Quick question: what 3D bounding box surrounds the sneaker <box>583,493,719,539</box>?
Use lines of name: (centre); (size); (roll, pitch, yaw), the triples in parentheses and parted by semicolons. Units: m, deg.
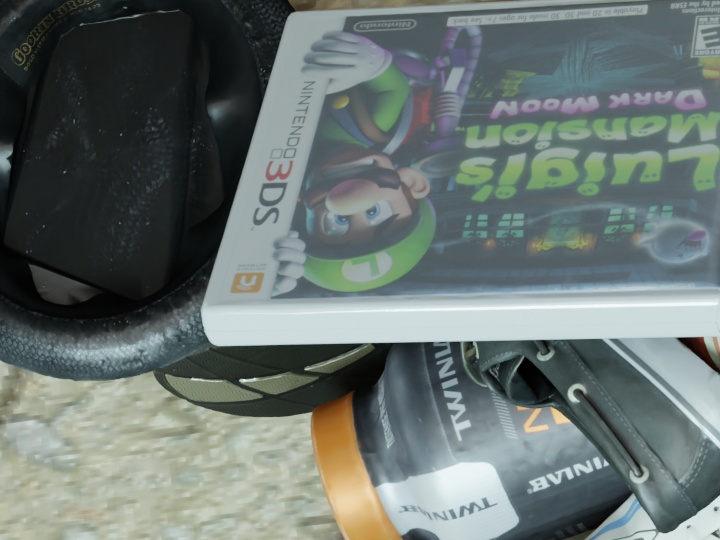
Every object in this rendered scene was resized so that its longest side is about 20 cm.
sneaker: (0.118, 0.124, 1.157); (0.200, 0.072, 0.073); (-38, 37, 14)

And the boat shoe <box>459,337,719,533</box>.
boat shoe: (0.071, 0.027, 1.131); (0.057, 0.069, 0.200); (-44, 52, -9)

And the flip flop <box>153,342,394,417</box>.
flip flop: (0.000, 0.000, 1.259); (0.199, 0.081, 0.058); (-33, 53, 14)

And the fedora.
fedora: (-0.100, -0.041, 1.262); (0.199, 0.092, 0.202); (-2, 73, 8)

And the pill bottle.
pill bottle: (0.081, 0.058, 1.217); (0.199, 0.106, 0.107); (-21, 84, 11)

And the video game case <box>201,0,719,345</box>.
video game case: (0.052, -0.042, 1.129); (0.199, 0.023, 0.182); (-1, 43, 14)

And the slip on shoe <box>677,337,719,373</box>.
slip on shoe: (0.179, -0.038, 1.144); (0.061, 0.074, 0.200); (8, 50, 48)
